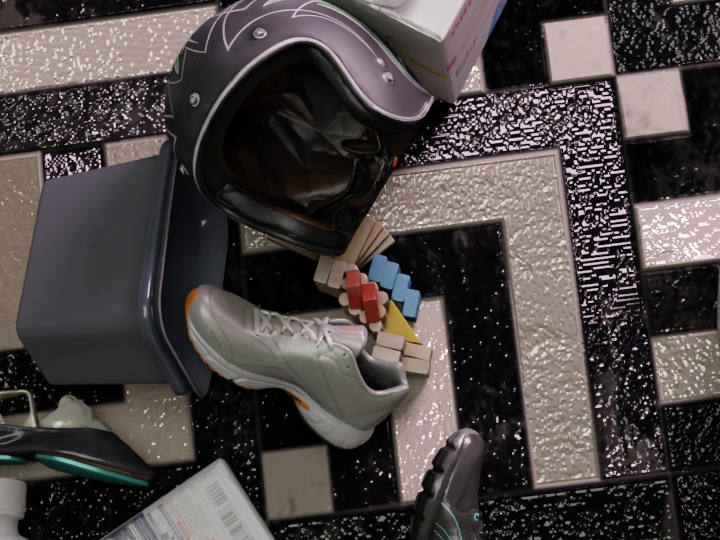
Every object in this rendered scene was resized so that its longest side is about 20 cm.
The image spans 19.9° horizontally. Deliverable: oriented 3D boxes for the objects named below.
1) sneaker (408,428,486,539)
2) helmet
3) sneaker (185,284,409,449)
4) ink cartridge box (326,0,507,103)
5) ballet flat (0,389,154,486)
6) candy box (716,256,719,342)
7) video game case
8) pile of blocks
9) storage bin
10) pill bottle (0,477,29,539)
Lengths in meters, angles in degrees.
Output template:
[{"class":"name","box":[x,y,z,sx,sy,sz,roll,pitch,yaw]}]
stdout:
[{"class":"sneaker","box":[0.072,0.227,1.637,0.079,0.075,0.202,17,88,-3]},{"class":"helmet","box":[-0.057,-0.124,1.611,0.190,0.200,0.201,31,82,0]},{"class":"sneaker","box":[-0.046,0.058,1.624,0.199,0.092,0.076,33,37,-25]},{"class":"ink cartridge box","box":[0.046,-0.242,1.661,0.124,0.200,0.129,27,81,10]},{"class":"ballet flat","box":[-0.263,0.133,1.680,0.198,0.073,0.074,5,79,8]},{"class":"candy box","box":[0.381,0.048,1.586,0.198,0.168,0.072,2,113,5]},{"class":"video game case","box":[-0.133,0.285,1.660,0.181,0.023,0.201,-34,79,-3]},{"class":"pile of blocks","box":[0.000,0.000,1.687,0.082,0.062,0.200,-40,78,-4]},{"class":"storage bin","box":[-0.191,0.007,1.663,0.133,0.146,0.202,-6,52,14]},{"class":"pill bottle","box":[-0.314,0.267,1.634,0.110,0.111,0.202,2,79,5]}]
